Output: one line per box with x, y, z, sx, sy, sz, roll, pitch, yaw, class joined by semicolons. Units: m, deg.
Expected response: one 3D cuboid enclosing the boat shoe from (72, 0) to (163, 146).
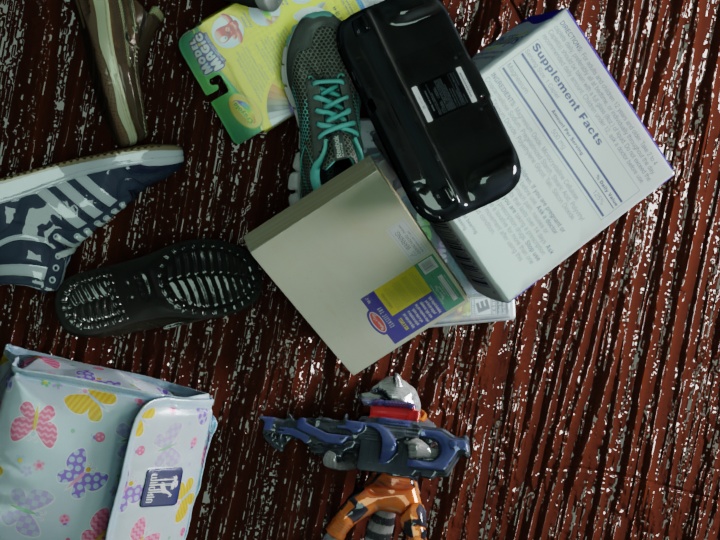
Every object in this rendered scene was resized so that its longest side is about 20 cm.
-0.208;-0.215;1.470;0.074;0.075;0.204;-15;98;-16;boat shoe

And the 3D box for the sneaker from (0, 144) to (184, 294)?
-0.245;-0.045;1.479;0.199;0.070;0.109;-14;94;-4;sneaker

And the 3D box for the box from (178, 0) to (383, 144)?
-0.058;-0.211;1.514;0.199;0.048;0.118;-32;101;-9;box

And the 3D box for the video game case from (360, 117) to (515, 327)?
0.053;-0.046;1.565;0.180;0.023;0.202;-5;97;-11;video game case

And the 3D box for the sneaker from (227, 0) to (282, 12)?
-0.101;-0.326;1.481;0.099;0.071;0.201;8;70;19;sneaker

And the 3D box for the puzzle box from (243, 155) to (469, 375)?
0.000;0.000;1.483;0.133;0.025;0.200;-32;134;5;puzzle box

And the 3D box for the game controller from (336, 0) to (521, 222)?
0.059;-0.144;1.431;0.104;0.042;0.201;-23;82;-19;game controller

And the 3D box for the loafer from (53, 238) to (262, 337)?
-0.186;0.018;1.503;0.199;0.071;0.074;-7;82;-26;loafer

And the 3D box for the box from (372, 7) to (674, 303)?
0.146;-0.106;1.515;0.200;0.105;0.184;-36;100;-6;box

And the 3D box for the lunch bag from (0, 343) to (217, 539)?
-0.236;0.171;1.478;0.199;0.127;0.171;15;95;-19;lunch bag

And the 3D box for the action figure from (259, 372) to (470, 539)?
0.002;0.189;1.560;0.199;0.105;0.195;13;86;12;action figure

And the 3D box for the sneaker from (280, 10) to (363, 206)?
-0.023;-0.126;1.467;0.077;0.091;0.201;-10;111;-15;sneaker
